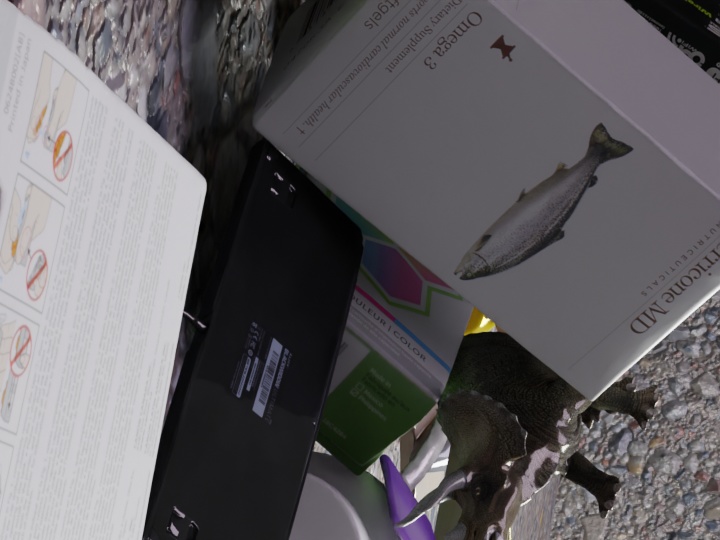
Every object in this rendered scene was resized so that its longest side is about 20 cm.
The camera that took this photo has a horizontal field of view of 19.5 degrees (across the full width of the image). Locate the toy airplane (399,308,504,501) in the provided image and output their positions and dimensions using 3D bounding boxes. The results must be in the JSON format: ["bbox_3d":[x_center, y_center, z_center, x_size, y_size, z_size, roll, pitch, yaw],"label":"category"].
[{"bbox_3d":[0.049,0.020,1.209,0.200,0.140,0.200,75,26,-65],"label":"toy airplane"}]

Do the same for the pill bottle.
[{"bbox_3d":[-0.023,0.146,0.999,0.200,0.110,0.112,52,46,-74],"label":"pill bottle"}]

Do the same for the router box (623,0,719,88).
[{"bbox_3d":[0.082,-0.101,1.021,0.150,0.200,0.062,-56,180,31],"label":"router box"}]

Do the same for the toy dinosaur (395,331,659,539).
[{"bbox_3d":[0.075,0.059,0.980,0.200,0.102,0.077,-92,-156,-64],"label":"toy dinosaur"}]

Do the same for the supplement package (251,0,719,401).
[{"bbox_3d":[0.070,-0.064,0.922,0.117,0.200,0.117,-45,-165,26],"label":"supplement package"}]

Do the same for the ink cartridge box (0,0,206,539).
[{"bbox_3d":[-0.110,0.019,0.657,0.200,0.047,0.161,44,55,-70],"label":"ink cartridge box"}]

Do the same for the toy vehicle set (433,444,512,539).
[{"bbox_3d":[0.049,0.183,1.023,0.201,0.026,0.125,-76,166,-46],"label":"toy vehicle set"}]

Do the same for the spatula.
[{"bbox_3d":[0.035,0.077,1.007,0.057,0.020,0.200,59,26,-27],"label":"spatula"}]

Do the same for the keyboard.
[{"bbox_3d":[-0.059,0.031,0.844,0.127,0.021,0.201,44,46,-35],"label":"keyboard"}]

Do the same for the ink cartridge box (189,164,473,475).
[{"bbox_3d":[0.000,0.000,1.008,0.059,0.104,0.200,-45,-172,28],"label":"ink cartridge box"}]
